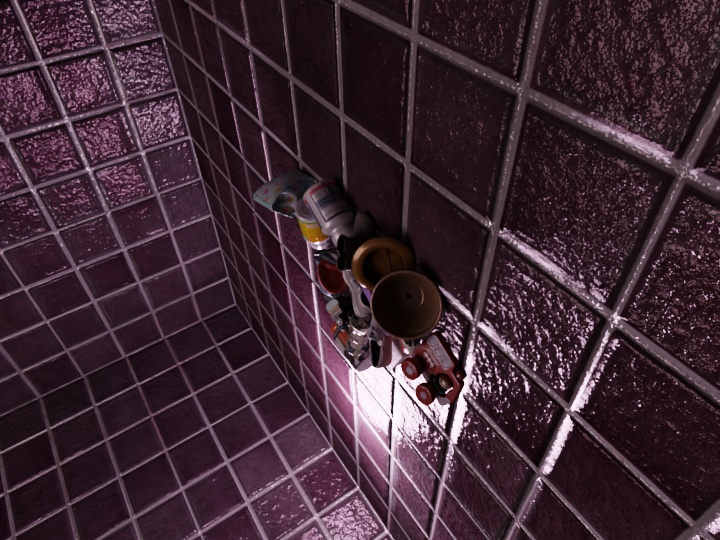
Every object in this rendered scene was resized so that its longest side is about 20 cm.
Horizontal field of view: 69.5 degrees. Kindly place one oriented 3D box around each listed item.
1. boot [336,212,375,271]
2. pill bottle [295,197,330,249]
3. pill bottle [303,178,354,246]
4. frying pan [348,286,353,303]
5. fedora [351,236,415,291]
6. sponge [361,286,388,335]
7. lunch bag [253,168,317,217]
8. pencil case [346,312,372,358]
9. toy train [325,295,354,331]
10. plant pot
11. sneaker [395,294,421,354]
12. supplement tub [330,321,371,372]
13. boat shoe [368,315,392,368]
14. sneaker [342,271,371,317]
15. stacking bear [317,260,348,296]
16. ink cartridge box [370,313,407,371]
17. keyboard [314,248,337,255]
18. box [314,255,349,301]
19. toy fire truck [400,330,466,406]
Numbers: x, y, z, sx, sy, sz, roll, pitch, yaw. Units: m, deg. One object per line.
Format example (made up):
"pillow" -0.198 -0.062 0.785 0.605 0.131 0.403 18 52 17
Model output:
"boot" -0.017 -0.089 1.539 0.067 0.130 0.202 -7 76 33
"pill bottle" -0.160 -0.163 1.845 0.111 0.111 0.201 51 165 29
"pill bottle" -0.090 -0.183 1.684 0.201 0.119 0.120 60 157 10
"frying pan" -0.025 0.076 1.780 0.190 0.031 0.116 -119 8 -52
"fedora" 0.067 -0.029 1.507 0.082 0.198 0.202 -89 -5 -51
"sponge" 0.080 0.089 1.605 0.030 0.111 0.201 -32 84 53
"lunch bag" -0.270 -0.272 1.874 0.170 0.199 0.123 34 143 48
"pencil case" -0.003 0.212 1.737 0.201 0.077 0.090 101 156 -54
"toy train" -0.037 0.139 1.831 0.085 0.199 0.114 -41 75 29
"plant pot" 0.133 0.085 1.462 0.093 0.199 0.202 -50 -60 -71
"sneaker" 0.127 0.157 1.547 0.085 0.076 0.201 99 168 -53
"supplement tub" -0.024 0.282 2.009 0.200 0.122 0.123 53 154 27
"boat shoe" 0.055 0.206 1.621 0.072 0.068 0.202 7 99 38
"sneaker" 0.004 0.043 1.643 0.082 0.074 0.202 -22 85 57
"stacking bear" -0.097 0.037 1.813 0.200 0.120 0.115 135 134 -78
"ink cartridge box" 0.095 0.213 1.735 0.201 0.083 0.176 57 156 17
"keyboard" -0.068 -0.065 1.681 0.199 0.127 0.021 -5 93 41
"box" -0.105 0.049 2.038 0.157 0.051 0.202 31 140 51
"toy fire truck" 0.227 0.294 1.527 0.168 0.112 0.201 -42 75 47
